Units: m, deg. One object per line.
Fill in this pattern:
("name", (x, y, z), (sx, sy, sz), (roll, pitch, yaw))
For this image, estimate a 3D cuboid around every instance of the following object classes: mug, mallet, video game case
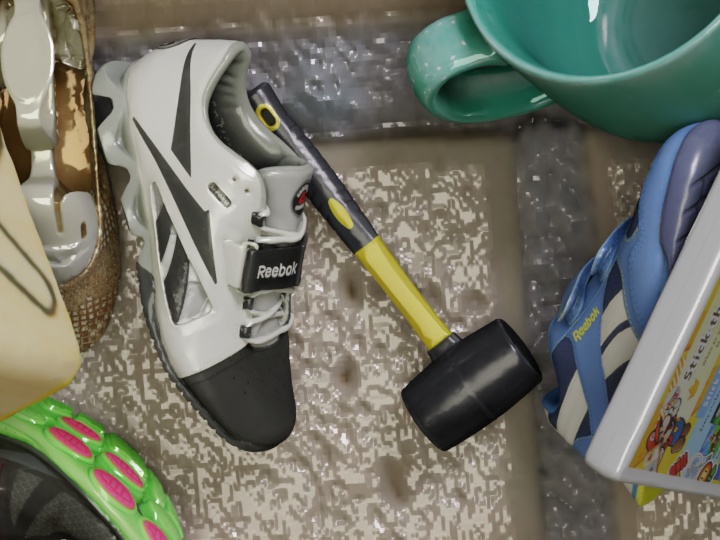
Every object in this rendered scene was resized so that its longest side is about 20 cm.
("mug", (0.124, -0.136, 0.996), (0.184, 0.114, 0.153), (3, 76, 33))
("mallet", (0.000, 0.000, 1.063), (0.066, 0.041, 0.200), (-45, 88, 8))
("video game case", (0.190, 0.009, 0.992), (0.023, 0.182, 0.201), (29, 97, 33))

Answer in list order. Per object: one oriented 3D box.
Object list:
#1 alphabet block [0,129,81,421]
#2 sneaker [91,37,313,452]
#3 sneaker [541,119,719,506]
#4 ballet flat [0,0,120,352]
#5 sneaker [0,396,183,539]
("alphabet block", (-0.271, -0.007, 0.948), (0.196, 0.200, 0.196), (-26, 73, 18))
("sneaker", (-0.057, -0.013, 1.030), (0.088, 0.074, 0.201), (-15, 97, 29))
("sneaker", (0.127, 0.015, 1.005), (0.082, 0.074, 0.201), (33, 131, 32))
("ballet flat", (-0.155, -0.056, 1.045), (0.070, 0.065, 0.201), (-6, 96, 3))
("sneaker", (-0.175, 0.103, 1.064), (0.199, 0.077, 0.084), (28, 102, 10))
